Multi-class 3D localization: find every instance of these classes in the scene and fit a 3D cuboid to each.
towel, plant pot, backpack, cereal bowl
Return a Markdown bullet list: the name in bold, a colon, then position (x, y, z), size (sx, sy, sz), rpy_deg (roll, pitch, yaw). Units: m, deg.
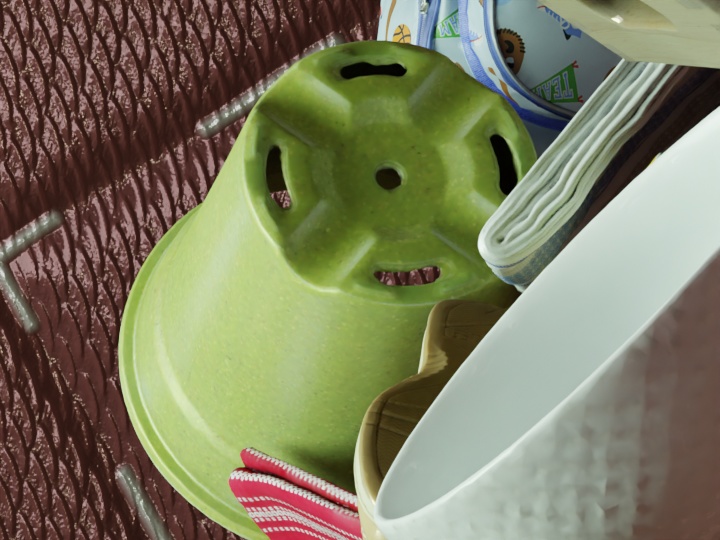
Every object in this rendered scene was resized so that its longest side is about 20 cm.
- **towel**: position (0.022, 0.173, 1.274), size (0.144, 0.022, 0.201), rpy_deg (18, 141, 57)
- **towel**: position (0.110, -0.047, 1.187), size (0.147, 0.024, 0.200), rpy_deg (-49, -12, 2)
- **plant pot**: position (0.000, 0.000, 1.313), size (0.184, 0.199, 0.201), rpy_deg (110, 173, -60)
- **backpack**: position (0.098, -0.121, 1.422), size (0.154, 0.199, 0.192), rpy_deg (-151, 70, -75)
- **cereal bowl**: position (0.100, 0.030, 0.875), size (0.200, 0.083, 0.200), rpy_deg (-46, 5, 5)

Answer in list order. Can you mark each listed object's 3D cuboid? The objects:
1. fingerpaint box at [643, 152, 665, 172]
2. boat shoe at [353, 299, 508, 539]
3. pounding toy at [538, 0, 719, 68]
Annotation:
- **fingerpaint box**: position (0.107, 0.077, 1.092), size (0.167, 0.073, 0.201), rpy_deg (112, 173, -78)
- **boat shoe**: position (0.037, 0.075, 1.093), size (0.200, 0.073, 0.070), rpy_deg (-55, -21, -68)
- **pounding toy**: position (0.129, -0.159, 0.954), size (0.185, 0.142, 0.200), rpy_deg (-59, 15, -3)
